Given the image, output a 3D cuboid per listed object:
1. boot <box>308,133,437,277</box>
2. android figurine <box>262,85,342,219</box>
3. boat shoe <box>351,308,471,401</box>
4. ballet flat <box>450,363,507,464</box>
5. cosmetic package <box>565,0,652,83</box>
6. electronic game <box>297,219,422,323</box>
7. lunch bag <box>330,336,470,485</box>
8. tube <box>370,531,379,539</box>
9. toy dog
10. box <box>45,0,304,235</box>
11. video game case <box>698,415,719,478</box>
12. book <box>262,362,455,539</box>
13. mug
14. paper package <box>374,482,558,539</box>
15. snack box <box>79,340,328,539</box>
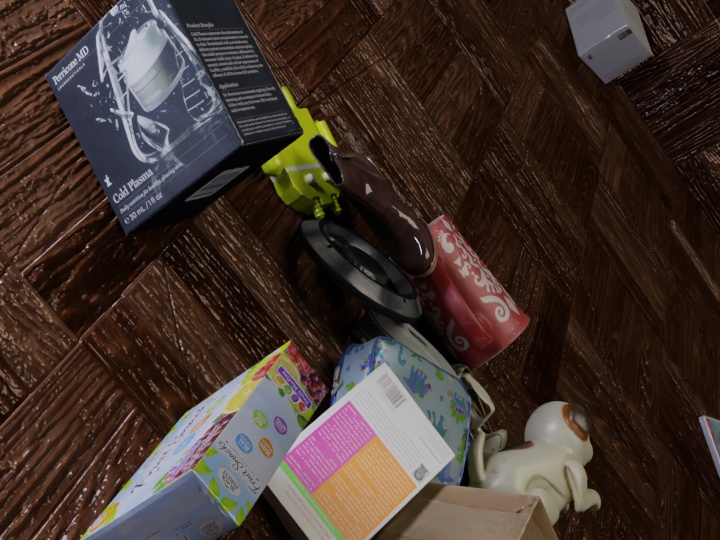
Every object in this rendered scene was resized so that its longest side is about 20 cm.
[{"bbox_3d":[0.013,-0.084,1.304,0.165,0.072,0.202,24,30,-55],"label":"boot"},{"bbox_3d":[-0.088,-0.162,1.338,0.181,0.041,0.203,-13,75,-58],"label":"android figurine"},{"bbox_3d":[0.070,0.126,1.313,0.200,0.064,0.071,45,12,-16],"label":"boat shoe"},{"bbox_3d":[0.169,0.225,1.370,0.072,0.071,0.204,-10,74,-57],"label":"ballet flat"},{"bbox_3d":[0.720,-0.694,2.811,0.164,0.163,0.203,29,44,-41],"label":"cosmetic package"},{"bbox_3d":[0.000,0.000,1.273,0.198,0.042,0.200,36,14,-10],"label":"electronic game"},{"bbox_3d":[0.048,0.187,1.194,0.199,0.082,0.164,33,54,-36],"label":"lunch bag"},{"bbox_3d":[0.071,0.337,1.166,0.199,0.050,0.079,41,48,-37],"label":"tube"},{"bbox_3d":[0.238,0.268,1.318,0.194,0.140,0.200,47,60,0],"label":"toy dog"},{"bbox_3d":[-0.199,-0.178,1.035,0.123,0.198,0.199,-22,83,-57],"label":"box"},{"bbox_3d":[0.853,0.419,2.250,0.198,0.017,0.146,20,50,-47],"label":"video game case"},{"bbox_3d":[-0.005,0.213,1.059,0.199,0.048,0.134,-36,85,-29],"label":"book"},{"bbox_3d":[0.147,0.027,1.414,0.133,0.177,0.202,-37,93,-18],"label":"mug"},{"bbox_3d":[0.135,0.344,1.063,0.103,0.188,0.203,-44,118,-38],"label":"paper package"},{"bbox_3d":[-0.137,0.173,0.875,0.068,0.168,0.200,50,33,-8],"label":"snack box"}]
